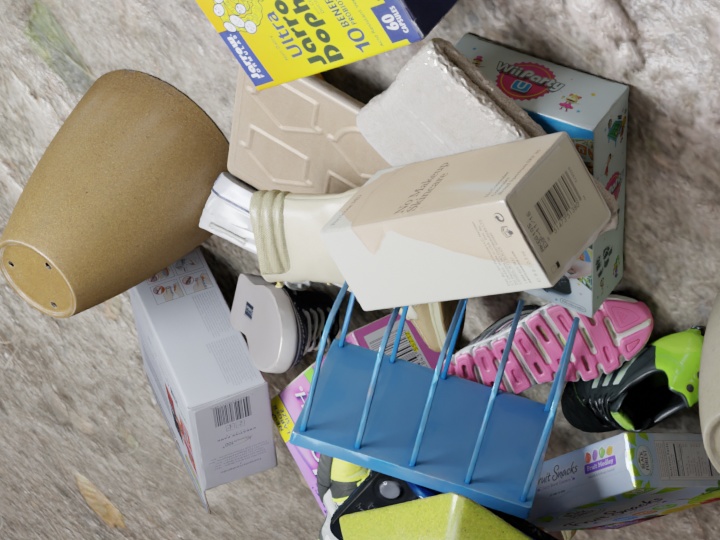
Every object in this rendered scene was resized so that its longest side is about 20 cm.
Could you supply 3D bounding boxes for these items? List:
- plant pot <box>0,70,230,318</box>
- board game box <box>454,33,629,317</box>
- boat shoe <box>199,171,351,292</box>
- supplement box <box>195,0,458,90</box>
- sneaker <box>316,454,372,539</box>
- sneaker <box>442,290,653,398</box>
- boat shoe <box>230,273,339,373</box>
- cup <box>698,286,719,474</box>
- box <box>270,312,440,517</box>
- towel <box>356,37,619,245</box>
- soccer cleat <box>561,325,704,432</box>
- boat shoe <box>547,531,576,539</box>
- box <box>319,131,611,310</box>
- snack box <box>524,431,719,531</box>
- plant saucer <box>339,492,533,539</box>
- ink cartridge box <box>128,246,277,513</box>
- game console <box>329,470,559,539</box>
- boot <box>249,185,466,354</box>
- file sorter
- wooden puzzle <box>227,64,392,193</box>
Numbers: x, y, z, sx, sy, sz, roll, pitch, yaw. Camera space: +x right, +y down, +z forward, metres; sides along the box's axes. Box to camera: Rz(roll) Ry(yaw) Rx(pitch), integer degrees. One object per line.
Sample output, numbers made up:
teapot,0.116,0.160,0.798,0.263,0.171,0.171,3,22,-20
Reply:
plant pot,-0.239,-0.053,1.733,0.186,0.200,0.187,24,142,20
board game box,0.134,-0.074,1.472,0.147,0.064,0.201,21,140,26
boat shoe,-0.059,-0.015,1.690,0.199,0.072,0.066,30,101,9
supplement box,-0.018,-0.227,1.407,0.200,0.110,0.109,-11,121,49
sneaker,0.008,0.205,1.665,0.076,0.075,0.201,21,132,27
sneaker,0.162,0.059,1.591,0.199,0.087,0.074,-24,99,29
boat shoe,-0.056,0.049,1.709,0.092,0.075,0.200,10,-167,-17
cup,0.335,0.095,1.397,0.200,0.143,0.201,25,143,21
box,0.025,0.152,1.744,0.176,0.096,0.200,61,146,8
towel,0.097,-0.080,1.418,0.200,0.034,0.133,44,144,-3
soccer cleat,0.224,0.105,1.566,0.068,0.081,0.200,46,145,-8
boat shoe,0.120,0.201,1.784,0.200,0.065,0.073,42,149,4
box,0.075,-0.034,1.379,0.199,0.095,0.078,-9,119,46
snack box,0.226,0.185,1.608,0.142,0.053,0.200,5,160,-31
plant saucer,0.095,0.258,1.499,0.199,0.048,0.200,34,153,-18
ink cartridge box,-0.157,0.110,1.854,0.176,0.084,0.200,87,160,-47
game console,0.088,0.247,1.562,0.200,0.119,0.171,32,123,-13
boot,0.000,0.000,1.593,0.155,0.073,0.200,-3,140,22
file sorter,0.064,0.084,1.493,0.199,0.139,0.123,17,123,6
wooden puzzle,-0.026,-0.106,1.610,0.185,0.046,0.200,31,150,14
